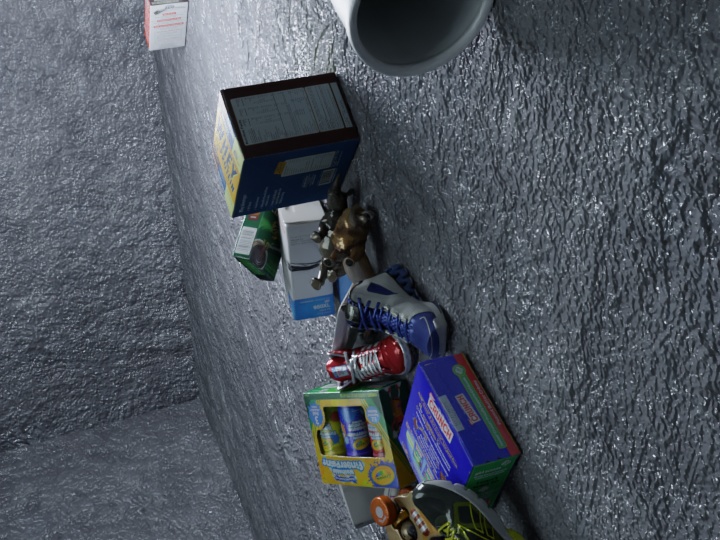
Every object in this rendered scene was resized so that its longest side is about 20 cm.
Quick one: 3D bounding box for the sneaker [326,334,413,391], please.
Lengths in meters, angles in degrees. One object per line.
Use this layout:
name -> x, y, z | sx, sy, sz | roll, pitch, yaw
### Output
sneaker -> 0.010, 0.152, 1.411 | 0.200, 0.112, 0.072 | 144, 112, -70

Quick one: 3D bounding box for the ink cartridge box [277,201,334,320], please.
ink cartridge box -> -0.106, -0.029, 1.635 | 0.145, 0.083, 0.202 | -117, 21, -61

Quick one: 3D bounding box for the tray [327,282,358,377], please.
tray -> -0.020, 0.096, 1.487 | 0.201, 0.022, 0.108 | 101, -165, -48

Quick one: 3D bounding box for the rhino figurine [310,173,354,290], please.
rhino figurine -> -0.044, -0.070, 1.457 | 0.059, 0.087, 0.202 | 13, 116, 19

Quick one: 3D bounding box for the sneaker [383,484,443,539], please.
sneaker -> 0.106, 0.433, 1.418 | 0.114, 0.072, 0.202 | -39, 59, 48

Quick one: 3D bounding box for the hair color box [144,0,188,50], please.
hair color box -> -0.560, -0.724, 2.452 | 0.200, 0.110, 0.064 | 124, 130, -64

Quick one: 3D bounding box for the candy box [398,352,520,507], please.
candy box -> 0.129, 0.242, 1.188 | 0.201, 0.076, 0.170 | 99, 152, -49

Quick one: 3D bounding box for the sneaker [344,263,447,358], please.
sneaker -> 0.042, 0.069, 1.265 | 0.200, 0.114, 0.081 | -129, 31, -52

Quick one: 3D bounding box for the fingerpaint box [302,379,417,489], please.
fingerpaint box -> 0.002, 0.280, 1.466 | 0.199, 0.073, 0.169 | -10, 94, 47

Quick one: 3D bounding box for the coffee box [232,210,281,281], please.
coffee box -> -0.182, -0.095, 1.678 | 0.123, 0.044, 0.202 | 51, -129, -61

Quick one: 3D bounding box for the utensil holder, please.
utensil holder -> 0.035, -0.346, 0.948 | 0.171, 0.168, 0.201 | 101, 153, -49

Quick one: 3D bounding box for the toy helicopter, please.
toy helicopter -> 0.109, 0.405, 1.321 | 0.199, 0.078, 0.134 | -22, 78, 49

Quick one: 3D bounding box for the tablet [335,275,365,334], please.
tablet -> -0.023, 0.017, 1.566 | 0.130, 0.014, 0.202 | 176, 82, -71

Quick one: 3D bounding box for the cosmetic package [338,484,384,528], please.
cosmetic package -> -0.006, 0.378, 1.614 | 0.107, 0.089, 0.201 | 84, 164, -72

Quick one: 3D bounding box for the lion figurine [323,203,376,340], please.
lion figurine -> 0.000, 0.000, 1.394 | 0.123, 0.072, 0.202 | -55, -45, -59

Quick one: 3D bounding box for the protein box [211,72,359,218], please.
protein box -> -0.133, -0.209, 1.447 | 0.199, 0.198, 0.136 | 119, 135, -62

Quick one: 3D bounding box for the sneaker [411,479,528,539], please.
sneaker -> 0.144, 0.346, 1.084 | 0.199, 0.085, 0.075 | 34, 141, 12
